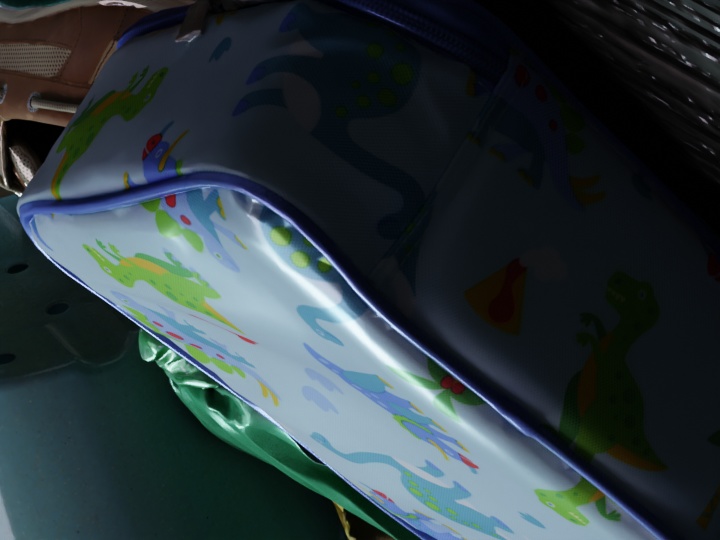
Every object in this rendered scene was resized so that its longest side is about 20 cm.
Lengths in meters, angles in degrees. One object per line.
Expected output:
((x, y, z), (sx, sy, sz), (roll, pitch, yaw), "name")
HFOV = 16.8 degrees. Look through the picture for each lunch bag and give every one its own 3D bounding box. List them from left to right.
((0.020, 0.011, 0.611), (0.200, 0.083, 0.161), (39, 160, -22), "lunch bag")

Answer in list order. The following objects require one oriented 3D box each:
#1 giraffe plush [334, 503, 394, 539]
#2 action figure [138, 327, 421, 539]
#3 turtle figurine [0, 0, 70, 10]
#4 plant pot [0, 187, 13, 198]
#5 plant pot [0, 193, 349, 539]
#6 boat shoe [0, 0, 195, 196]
((0.036, 0.098, 1.124), (0.162, 0.172, 0.201), (99, 158, -71), "giraffe plush")
((-0.007, 0.064, 0.905), (0.200, 0.055, 0.118), (36, 174, -37), "action figure")
((-0.145, -0.137, 0.699), (0.200, 0.101, 0.150), (28, 164, 51), "turtle figurine")
((-0.217, -0.059, 1.565), (0.200, 0.135, 0.200), (41, 174, 6), "plant pot")
((-0.107, 0.082, 0.988), (0.200, 0.200, 0.197), (34, 146, 52), "plant pot")
((-0.109, -0.058, 0.849), (0.076, 0.072, 0.200), (15, 167, -26), "boat shoe")
